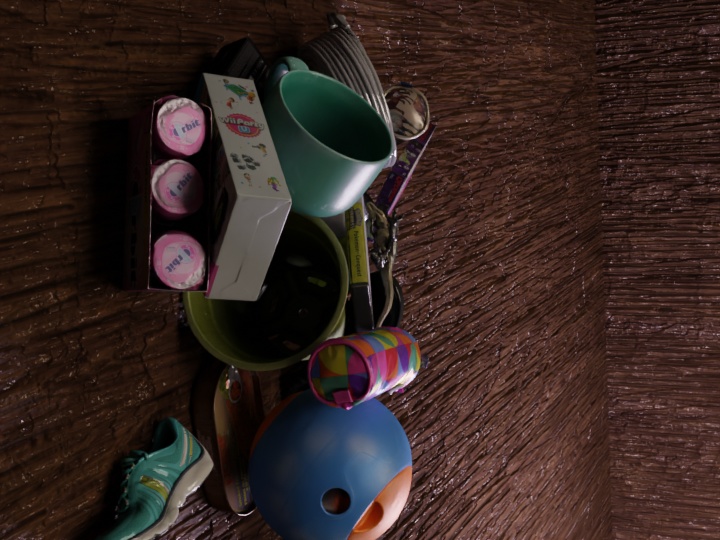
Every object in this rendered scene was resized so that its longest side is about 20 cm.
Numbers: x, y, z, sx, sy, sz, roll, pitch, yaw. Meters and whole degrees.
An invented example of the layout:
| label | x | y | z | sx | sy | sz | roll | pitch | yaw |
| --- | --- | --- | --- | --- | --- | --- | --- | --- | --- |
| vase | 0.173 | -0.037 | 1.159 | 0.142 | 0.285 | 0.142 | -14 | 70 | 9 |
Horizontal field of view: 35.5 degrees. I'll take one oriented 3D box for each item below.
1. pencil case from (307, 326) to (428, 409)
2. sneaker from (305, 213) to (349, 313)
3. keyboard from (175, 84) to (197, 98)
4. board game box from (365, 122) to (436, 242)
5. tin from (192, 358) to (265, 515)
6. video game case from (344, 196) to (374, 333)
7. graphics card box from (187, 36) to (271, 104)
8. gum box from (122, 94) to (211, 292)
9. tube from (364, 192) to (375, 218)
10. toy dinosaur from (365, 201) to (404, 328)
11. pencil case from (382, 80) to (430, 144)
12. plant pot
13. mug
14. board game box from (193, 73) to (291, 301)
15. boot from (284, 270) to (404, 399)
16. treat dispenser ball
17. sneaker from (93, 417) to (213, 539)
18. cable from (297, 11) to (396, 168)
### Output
| label | x | y | z | sx | sy | sz | roll | pitch | yaw |
| --- | --- | --- | --- | --- | --- | --- | --- | --- | --- |
| pencil case | 0.010 | 0.113 | 1.322 | 0.200 | 0.088 | 0.089 | -1 | 91 | -68 |
| sneaker | -0.045 | -0.033 | 1.598 | 0.105 | 0.076 | 0.200 | 0 | 98 | -77 |
| keyboard | -0.166 | -0.175 | 1.383 | 0.200 | 0.021 | 0.127 | -41 | 120 | -57 |
| board game box | 0.057 | -0.135 | 1.660 | 0.120 | 0.032 | 0.200 | -58 | -179 | 33 |
| tin | -0.158 | 0.203 | 1.384 | 0.112 | 0.042 | 0.200 | -38 | 125 | -64 |
| video game case | 0.000 | 0.000 | 1.461 | 0.200 | 0.025 | 0.181 | 83 | 2 | -56 |
| graphics card box | -0.118 | -0.165 | 1.360 | 0.200 | 0.051 | 0.126 | 53 | 44 | -32 |
| gum box | -0.202 | -0.078 | 1.179 | 0.066 | 0.113 | 0.200 | 2 | 88 | -24 |
| tube | -0.037 | -0.131 | 1.632 | 0.052 | 0.058 | 0.200 | -45 | 142 | -2 |
| toy dinosaur | 0.031 | -0.024 | 1.501 | 0.088 | 0.047 | 0.200 | 96 | -6 | -56 |
| pencil case | 0.041 | -0.227 | 1.651 | 0.078 | 0.089 | 0.200 | -48 | -171 | -5 |
| plant pot | -0.093 | 0.038 | 1.381 | 0.190 | 0.200 | 0.201 | 49 | 46 | -72 |
| mug | -0.055 | -0.145 | 1.290 | 0.152 | 0.114 | 0.185 | 28 | 34 | -16 |
| board game box | -0.141 | -0.090 | 1.201 | 0.200 | 0.064 | 0.148 | -110 | -147 | -42 |
| boot | -0.020 | 0.108 | 1.564 | 0.158 | 0.079 | 0.211 | -18 | 131 | -64 |
| treat dispenser ball | -0.037 | 0.240 | 1.370 | 0.201 | 0.200 | 0.201 | 0 | 90 | -65 |
| sneaker | -0.235 | 0.235 | 1.206 | 0.080 | 0.077 | 0.200 | 59 | 30 | -16 |
| cable | -0.017 | -0.226 | 1.522 | 0.200 | 0.069 | 0.200 | 80 | -17 | -47 |
